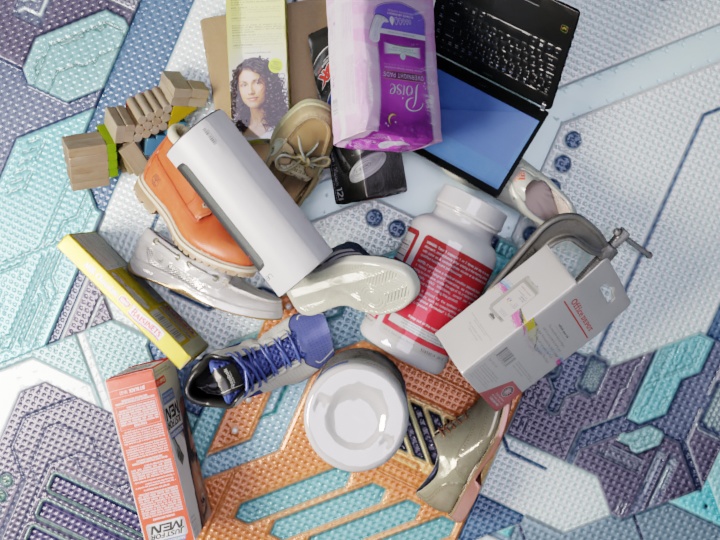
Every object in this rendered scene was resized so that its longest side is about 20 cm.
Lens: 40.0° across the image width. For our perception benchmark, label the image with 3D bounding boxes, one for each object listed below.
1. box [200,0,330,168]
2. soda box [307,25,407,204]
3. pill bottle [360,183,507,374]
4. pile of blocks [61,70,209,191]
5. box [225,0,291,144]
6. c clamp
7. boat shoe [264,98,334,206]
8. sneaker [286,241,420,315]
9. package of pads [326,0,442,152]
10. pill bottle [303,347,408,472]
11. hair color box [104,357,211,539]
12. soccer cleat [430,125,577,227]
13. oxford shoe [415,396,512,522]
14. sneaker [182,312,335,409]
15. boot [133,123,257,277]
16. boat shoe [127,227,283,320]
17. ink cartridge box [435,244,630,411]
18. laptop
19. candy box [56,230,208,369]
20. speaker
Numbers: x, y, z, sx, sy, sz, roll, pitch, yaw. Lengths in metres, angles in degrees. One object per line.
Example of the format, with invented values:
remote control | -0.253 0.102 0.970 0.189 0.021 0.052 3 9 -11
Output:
box | -0.098 -0.215 1.192 0.160 0.021 0.204 -10 91 1
soda box | -0.003 -0.184 1.153 0.070 0.063 0.204 -11 92 -39
pill bottle | 0.089 0.008 1.153 0.111 0.112 0.202 27 93 0
pile of blocks | -0.272 -0.171 1.188 0.198 0.083 0.062 -32 48 -7
box | -0.118 -0.252 1.155 0.074 0.050 0.204 -4 91 0
c clamp | 0.236 0.015 1.162 0.200 0.027 0.170 -45 129 12
boat shoe | -0.082 -0.103 1.134 0.072 0.063 0.201 18 125 -18
sneaker | 0.000 0.000 1.128 0.084 0.198 0.076 -44 119 -38
package of pads | 0.024 -0.236 1.092 0.119 0.075 0.204 0 86 -35
pill bottle | -0.002 0.149 1.116 0.111 0.200 0.116 0 93 2
hair color box | -0.236 0.213 1.168 0.063 0.111 0.204 -12 93 2
soccer cleat | 0.172 -0.111 1.164 0.198 0.078 0.070 32 92 0
oxford shoe | 0.127 0.197 1.181 0.073 0.071 0.203 22 92 3
sneaker | -0.124 0.117 1.160 0.197 0.115 0.082 -23 93 2
boot | -0.176 -0.081 1.133 0.200 0.075 0.108 44 114 21
boat shoe | -0.178 0.002 1.178 0.197 0.071 0.070 21 92 2
ink cartridge box | 0.195 0.055 1.105 0.199 0.117 0.068 -38 50 5
laptop | 0.128 -0.223 1.119 0.176 0.202 0.103 31 48 20
candy box | -0.265 0.032 1.165 0.026 0.102 0.200 -45 90 2
speaker | -0.118 -0.072 1.076 0.081 0.081 0.201 -38 95 2
